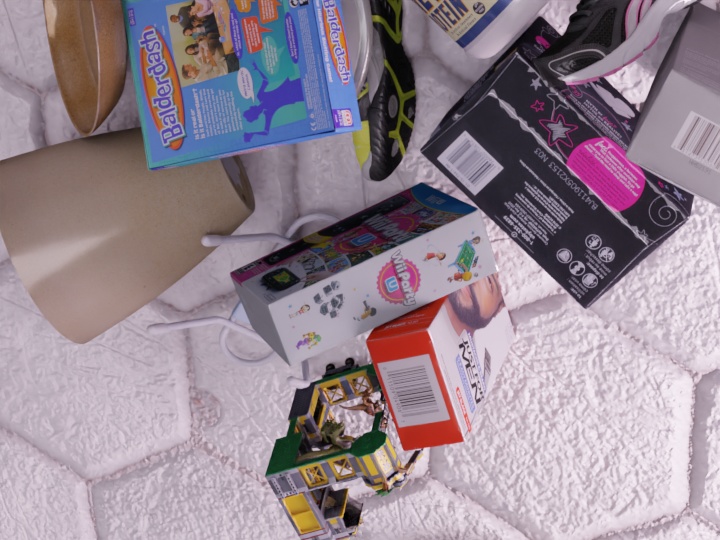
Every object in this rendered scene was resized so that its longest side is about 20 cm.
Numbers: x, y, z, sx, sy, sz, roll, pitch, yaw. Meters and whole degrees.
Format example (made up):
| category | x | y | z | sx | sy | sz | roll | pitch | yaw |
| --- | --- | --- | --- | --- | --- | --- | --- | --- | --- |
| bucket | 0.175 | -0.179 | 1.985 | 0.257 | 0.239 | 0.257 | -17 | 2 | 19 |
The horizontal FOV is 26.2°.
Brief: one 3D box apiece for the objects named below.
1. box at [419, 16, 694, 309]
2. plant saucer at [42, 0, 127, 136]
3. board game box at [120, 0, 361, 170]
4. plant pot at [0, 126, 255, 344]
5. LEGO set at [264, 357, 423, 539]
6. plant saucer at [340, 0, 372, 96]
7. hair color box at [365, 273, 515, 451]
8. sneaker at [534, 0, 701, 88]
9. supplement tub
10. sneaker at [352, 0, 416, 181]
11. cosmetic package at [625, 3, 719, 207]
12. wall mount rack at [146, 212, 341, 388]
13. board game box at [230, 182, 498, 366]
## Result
| category | x | y | z | sx | sy | sz | roll | pitch | yaw |
| --- | --- | --- | --- | --- | --- | --- | --- | --- | --- |
| box | 0.173 | -0.093 | 1.326 | 0.200 | 0.115 | 0.132 | 43 | 120 | -4 |
| plant saucer | -0.244 | -0.221 | 1.376 | 0.035 | 0.200 | 0.201 | -11 | 117 | -22 |
| board game box | -0.103 | -0.174 | 1.296 | 0.199 | 0.045 | 0.153 | -7 | 93 | 32 |
| plant pot | -0.207 | -0.058 | 1.434 | 0.199 | 0.187 | 0.188 | -24 | 106 | 9 |
| LEGO set | -0.001 | 0.181 | 1.466 | 0.153 | 0.200 | 0.116 | -22 | 115 | 11 |
| plant saucer | -0.080 | -0.209 | 1.340 | 0.200 | 0.050 | 0.201 | 10 | 107 | 37 |
| hair color box | 0.076 | 0.061 | 1.375 | 0.064 | 0.200 | 0.111 | -12 | 110 | 22 |
| sneaker | 0.205 | -0.224 | 1.232 | 0.086 | 0.200 | 0.080 | 55 | 158 | -15 |
| supplement tub | 0.075 | -0.286 | 1.247 | 0.200 | 0.145 | 0.145 | 43 | 118 | -5 |
| sneaker | 0.000 | -0.178 | 1.369 | 0.076 | 0.075 | 0.201 | 1 | 104 | 24 |
| cosmetic package | 0.283 | -0.133 | 1.226 | 0.107 | 0.200 | 0.090 | 28 | 117 | 6 |
| wall mount rack | -0.097 | 0.027 | 1.465 | 0.173 | 0.075 | 0.200 | 24 | 121 | -19 |
| board game box | 0.000 | 0.000 | 1.353 | 0.199 | 0.148 | 0.064 | -24 | 108 | -12 |
